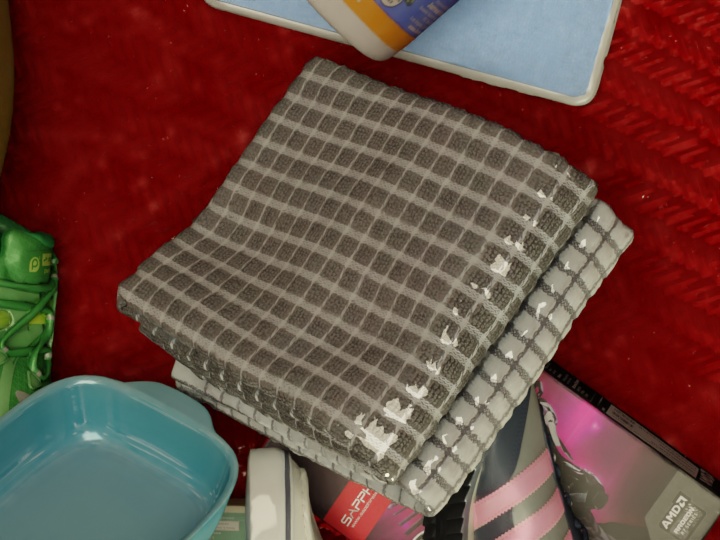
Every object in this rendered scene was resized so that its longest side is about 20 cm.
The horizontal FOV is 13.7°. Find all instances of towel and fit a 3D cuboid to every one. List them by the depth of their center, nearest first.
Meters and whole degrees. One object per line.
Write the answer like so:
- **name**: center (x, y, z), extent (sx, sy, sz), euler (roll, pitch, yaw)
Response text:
- **towel**: center (0.000, 0.000, 1.350), extent (0.200, 0.086, 0.166), euler (25, 78, 43)

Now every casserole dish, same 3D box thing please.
- **casserole dish**: center (-0.141, 0.124, 1.359), extent (0.121, 0.200, 0.039), euler (26, 139, 26)

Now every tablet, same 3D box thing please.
- **tablet**: center (0.032, -0.165, 1.433), extent (0.199, 0.014, 0.131), euler (16, 96, 7)

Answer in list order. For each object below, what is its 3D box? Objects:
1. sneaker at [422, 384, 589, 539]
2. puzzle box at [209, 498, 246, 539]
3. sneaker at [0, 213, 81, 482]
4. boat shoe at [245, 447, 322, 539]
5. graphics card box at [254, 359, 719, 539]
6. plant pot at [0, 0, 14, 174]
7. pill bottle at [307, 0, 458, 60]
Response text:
- **sneaker**: center (0.075, 0.117, 1.379), extent (0.082, 0.070, 0.201), euler (3, 90, -20)
- **puzzle box**: center (-0.141, 0.178, 1.473), extent (0.199, 0.025, 0.134), euler (1, 94, 8)
- **sneaker**: center (-0.178, 0.020, 1.443), extent (0.083, 0.074, 0.201), euler (-31, 89, 13)
- **boat shoe**: center (-0.014, 0.172, 1.415), extent (0.065, 0.072, 0.201), euler (-8, 110, 1)
- **graphics card box**: center (0.061, 0.098, 1.428), extent (0.200, 0.051, 0.126), euler (37, 98, 3)
- **plant pot**: center (-0.264, -0.095, 1.366), extent (0.193, 0.195, 0.201), euler (-17, 78, 9)
- **pill bottle**: center (0.048, -0.199, 1.365), extent (0.200, 0.112, 0.112), euler (-41, 88, 10)
